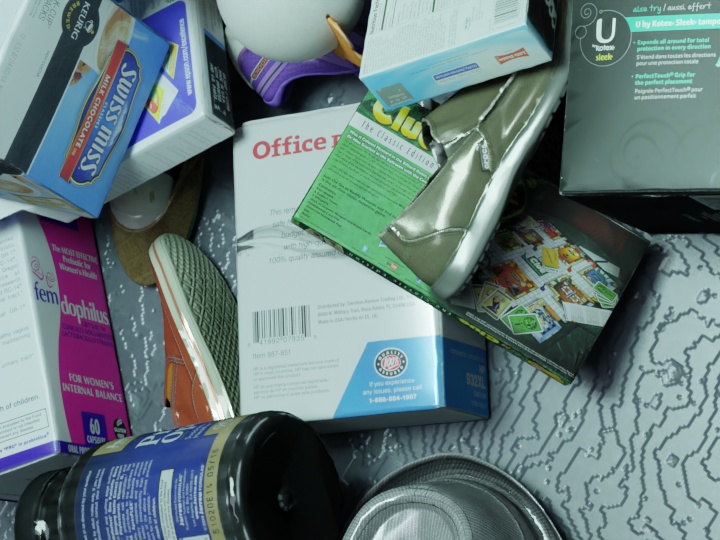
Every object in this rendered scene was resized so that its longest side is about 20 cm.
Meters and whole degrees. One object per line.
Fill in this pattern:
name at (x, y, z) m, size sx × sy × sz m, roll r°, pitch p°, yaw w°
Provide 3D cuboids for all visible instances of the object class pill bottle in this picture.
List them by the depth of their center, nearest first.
pill bottle at (-0.120, 0.157, 1.431) m, size 0.199 × 0.112 × 0.112 m, roll -12°, pitch 76°, yaw 34°

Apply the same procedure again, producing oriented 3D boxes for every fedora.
fedora at (0.040, 0.212, 1.403) m, size 0.176 × 0.090 × 0.201 m, roll 13°, pitch 88°, yaw 29°

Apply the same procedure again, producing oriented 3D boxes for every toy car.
toy car at (-0.061, -0.196, 1.422) m, size 0.184 × 0.177 × 0.200 m, roll -38°, pitch 93°, yaw -5°

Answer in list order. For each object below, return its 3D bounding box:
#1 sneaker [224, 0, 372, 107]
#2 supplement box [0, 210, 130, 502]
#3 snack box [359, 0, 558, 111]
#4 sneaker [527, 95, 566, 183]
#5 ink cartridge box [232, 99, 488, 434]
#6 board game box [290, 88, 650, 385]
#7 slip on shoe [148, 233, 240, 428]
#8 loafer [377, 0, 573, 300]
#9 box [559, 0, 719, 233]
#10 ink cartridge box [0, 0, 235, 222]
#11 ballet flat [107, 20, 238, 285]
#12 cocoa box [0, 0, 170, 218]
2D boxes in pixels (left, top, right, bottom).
sneaker at (0.009, -0.173, 1.508) m, size 0.200 × 0.081 × 0.084 m, roll -26°, pitch 100°, yaw 17°
supplement box at (-0.239, 0.049, 1.569) m, size 0.103 × 0.101 × 0.201 m, roll -20°, pitch 73°, yaw 23°
snack box at (0.067, -0.197, 1.381) m, size 0.116 × 0.037 × 0.201 m, roll -15°, pitch 47°, yaw 30°
sneaker at (0.102, -0.128, 1.455) m, size 0.075 × 0.070 × 0.201 m, roll 22°, pitch 94°, yaw 53°
ink cartridge box at (0.000, 0.000, 1.463) m, size 0.145 × 0.084 × 0.201 m, roll -7°, pitch 79°, yaw 26°
board game box at (0.068, -0.024, 1.391) m, size 0.200 × 0.023 × 0.105 m, roll 31°, pitch 82°, yaw 0°
slip on shoe at (-0.109, 0.070, 1.518) m, size 0.061 × 0.074 × 0.201 m, roll -24°, pitch 76°, yaw 25°
loafer at (0.072, -0.084, 1.351) m, size 0.069 × 0.075 × 0.201 m, roll 26°, pitch 82°, yaw 0°
box at (0.206, -0.131, 1.343) m, size 0.124 × 0.148 × 0.201 m, roll 0°, pitch 81°, yaw 28°
ink cartridge box at (-0.182, -0.137, 1.532) m, size 0.200 × 0.043 × 0.199 m, roll -24°, pitch 55°, yaw 23°
ballet flat at (-0.137, -0.090, 1.556) m, size 0.068 × 0.072 × 0.201 m, roll 22°, pitch 92°, yaw 26°
cocoa box at (-0.251, -0.129, 1.462) m, size 0.200 × 0.131 × 0.134 m, roll 13°, pitch 75°, yaw 39°
